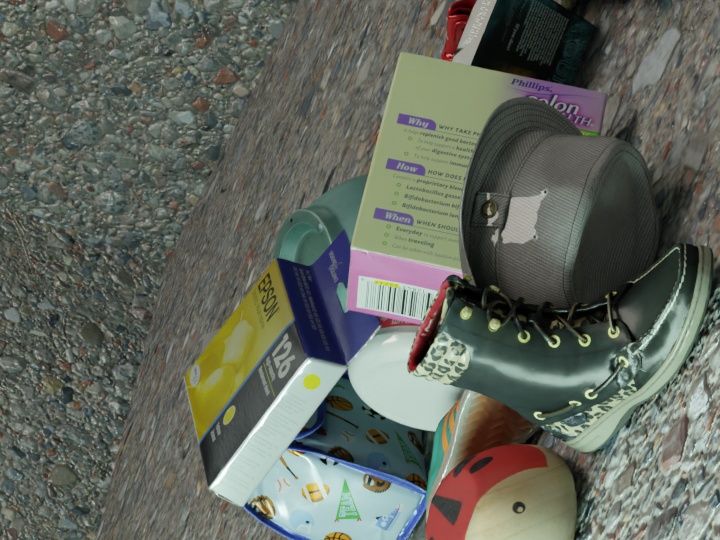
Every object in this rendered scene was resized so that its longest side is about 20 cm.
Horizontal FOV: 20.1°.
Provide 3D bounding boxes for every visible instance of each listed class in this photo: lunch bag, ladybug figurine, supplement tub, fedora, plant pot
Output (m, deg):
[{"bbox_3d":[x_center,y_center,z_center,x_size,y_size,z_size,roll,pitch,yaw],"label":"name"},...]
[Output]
[{"bbox_3d":[-0.043,0.163,1.866,0.170,0.199,0.124,-92,26,-65],"label":"lunch bag"},{"bbox_3d":[0.097,0.188,1.489,0.200,0.072,0.136,171,119,-77],"label":"ladybug figurine"},{"bbox_3d":[0.074,0.023,1.727,0.140,0.140,0.201,128,160,-55],"label":"supplement tub"},{"bbox_3d":[0.157,-0.032,1.476,0.090,0.177,0.201,-4,58,45],"label":"fedora"},{"bbox_3d":[0.000,0.000,1.921,0.200,0.134,0.201,3,94,58],"label":"plant pot"}]

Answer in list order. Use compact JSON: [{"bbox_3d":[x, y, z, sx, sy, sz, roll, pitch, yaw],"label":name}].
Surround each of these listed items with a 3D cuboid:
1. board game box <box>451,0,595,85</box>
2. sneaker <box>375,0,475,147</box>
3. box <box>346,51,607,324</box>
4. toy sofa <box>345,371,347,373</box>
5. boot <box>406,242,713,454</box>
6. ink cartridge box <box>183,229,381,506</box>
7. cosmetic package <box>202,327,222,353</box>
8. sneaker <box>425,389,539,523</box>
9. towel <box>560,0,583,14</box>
[{"bbox_3d":[0.128,-0.153,1.826,0.028,0.135,0.201,23,91,45],"label":"board game box"},{"bbox_3d":[0.081,-0.192,1.927,0.200,0.116,0.078,-33,35,6],"label":"sneaker"},{"bbox_3d":[0.094,-0.056,1.636,0.097,0.175,0.201,95,-172,-59],"label":"box"},{"bbox_3d":[-0.024,0.082,2.219,0.200,0.083,0.098,130,160,-57],"label":"toy sofa"},{"bbox_3d":[0.134,0.037,1.381,0.204,0.153,0.074,122,164,-44],"label":"boot"},{"bbox_3d":[-0.072,0.071,1.733,0.200,0.047,0.198,-55,22,15],"label":"ink cartridge box"},{"bbox_3d":[-0.072,0.144,2.006,0.107,0.201,0.085,-22,21,5],"label":"cosmetic package"},{"bbox_3d":[0.098,0.118,1.614,0.080,0.071,0.201,-101,33,-62],"label":"sneaker"},{"bbox_3d":[0.233,-0.346,1.953,0.200,0.023,0.144,-82,18,-46],"label":"towel"}]
